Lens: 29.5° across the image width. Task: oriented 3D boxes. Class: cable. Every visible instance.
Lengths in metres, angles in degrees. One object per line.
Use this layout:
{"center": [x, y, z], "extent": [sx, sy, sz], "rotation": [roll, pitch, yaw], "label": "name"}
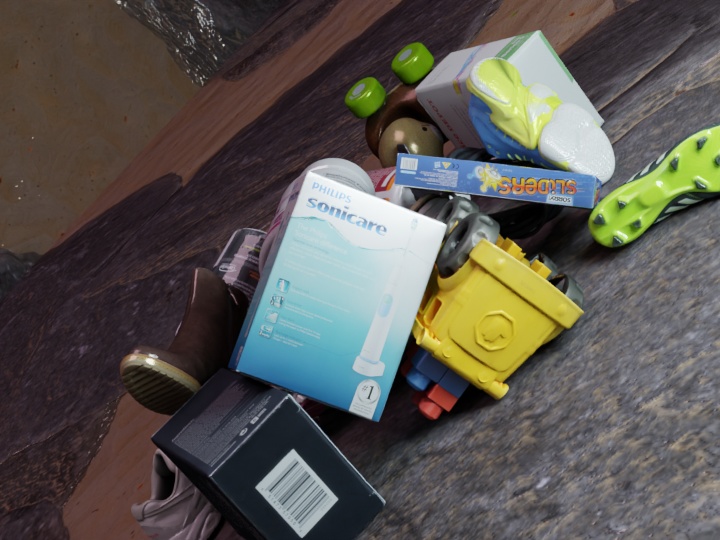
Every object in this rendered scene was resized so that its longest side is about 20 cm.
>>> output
{"center": [0.156, -0.085, 1.547], "extent": [0.163, 0.051, 0.200], "rotation": [-16, 30, -24], "label": "cable"}

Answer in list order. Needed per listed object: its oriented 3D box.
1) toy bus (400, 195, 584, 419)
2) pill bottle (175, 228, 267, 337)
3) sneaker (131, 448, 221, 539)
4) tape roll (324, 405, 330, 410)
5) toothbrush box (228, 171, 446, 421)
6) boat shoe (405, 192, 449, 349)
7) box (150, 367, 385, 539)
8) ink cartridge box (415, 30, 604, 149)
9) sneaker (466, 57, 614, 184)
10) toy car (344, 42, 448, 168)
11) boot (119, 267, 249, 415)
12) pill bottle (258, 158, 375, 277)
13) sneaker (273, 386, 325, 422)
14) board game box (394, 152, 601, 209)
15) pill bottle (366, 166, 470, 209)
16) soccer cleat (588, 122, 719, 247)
{"center": [0.102, 0.045, 1.334], "extent": [0.192, 0.136, 0.200], "rotation": [-54, 15, 8], "label": "toy bus"}
{"center": [-0.150, 0.057, 1.619], "extent": [0.106, 0.106, 0.200], "rotation": [-11, 45, 55], "label": "pill bottle"}
{"center": [-0.175, 0.215, 1.494], "extent": [0.078, 0.099, 0.200], "rotation": [-19, 28, 46], "label": "sneaker"}
{"center": [-0.040, 0.091, 1.597], "extent": [0.200, 0.048, 0.201], "rotation": [-36, 19, 14], "label": "tape roll"}
{"center": [-0.023, 0.025, 1.301], "extent": [0.085, 0.146, 0.201], "rotation": [175, 115, -79], "label": "toothbrush box"}
{"center": [0.060, 0.007, 1.440], "extent": [0.068, 0.075, 0.200], "rotation": [12, 62, 34], "label": "boat shoe"}
{"center": [-0.093, 0.192, 1.314], "extent": [0.107, 0.149, 0.200], "rotation": [-45, 20, -16], "label": "box"}
{"center": [0.179, -0.202, 1.683], "extent": [0.088, 0.145, 0.200], "rotation": [-47, 20, -21], "label": "ink cartridge box"}
{"center": [0.199, -0.153, 1.546], "extent": [0.076, 0.200, 0.105], "rotation": [-38, -16, -23], "label": "sneaker"}
{"center": [0.082, -0.171, 1.799], "extent": [0.158, 0.164, 0.200], "rotation": [-35, 29, 17], "label": "toy car"}
{"center": [-0.184, 0.072, 1.460], "extent": [0.072, 0.200, 0.167], "rotation": [-18, 58, 26], "label": "boot"}
{"center": [-0.039, -0.042, 1.472], "extent": [0.113, 0.113, 0.200], "rotation": [-33, 17, 20], "label": "pill bottle"}
{"center": [-0.082, 0.118, 1.467], "extent": [0.074, 0.087, 0.200], "rotation": [-12, -46, -59], "label": "sneaker"}
{"center": [0.145, -0.091, 1.410], "extent": [0.199, 0.035, 0.135], "rotation": [8, 3, 13], "label": "board game box"}
{"center": [0.042, -0.073, 1.707], "extent": [0.113, 0.113, 0.200], "rotation": [-48, 20, -21], "label": "pill bottle"}
{"center": [0.307, -0.091, 1.320], "extent": [0.200, 0.068, 0.081], "rotation": [-32, 8, 25], "label": "soccer cleat"}
